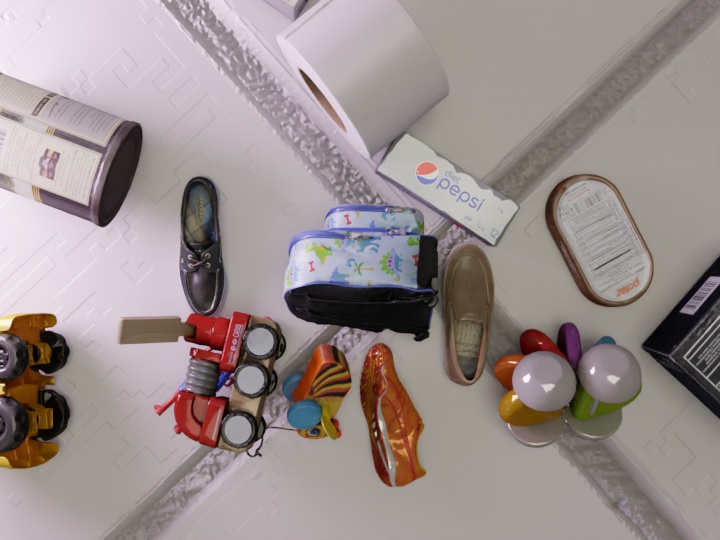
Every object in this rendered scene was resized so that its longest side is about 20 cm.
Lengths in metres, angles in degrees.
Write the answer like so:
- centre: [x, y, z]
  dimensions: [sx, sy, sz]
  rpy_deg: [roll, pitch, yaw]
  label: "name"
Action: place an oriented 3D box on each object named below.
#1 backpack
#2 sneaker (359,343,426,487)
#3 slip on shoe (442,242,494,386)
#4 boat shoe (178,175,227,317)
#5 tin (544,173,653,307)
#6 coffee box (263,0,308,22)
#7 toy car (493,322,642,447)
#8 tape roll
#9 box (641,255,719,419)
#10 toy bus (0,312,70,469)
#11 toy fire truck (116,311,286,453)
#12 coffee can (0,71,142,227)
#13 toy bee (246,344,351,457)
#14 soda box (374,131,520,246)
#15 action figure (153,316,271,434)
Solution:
- centre: [0.000, 0.000, 1.208]
  dimensions: [0.198, 0.183, 0.148]
  rpy_deg: [1, 68, 1]
  label: "backpack"
- centre: [0.047, 0.199, 1.273]
  dimensions: [0.077, 0.073, 0.202]
  rpy_deg: [-11, 95, -25]
  label: "sneaker"
- centre: [0.150, 0.062, 1.270]
  dimensions: [0.075, 0.061, 0.202]
  rpy_deg: [6, 90, -3]
  label: "slip on shoe"
- centre: [-0.223, -0.031, 1.251]
  dimensions: [0.068, 0.057, 0.202]
  rpy_deg: [-3, 91, -3]
  label: "boat shoe"
- centre: [0.341, -0.042, 1.291]
  dimensions: [0.111, 0.042, 0.201]
  rpy_deg: [-28, 92, 2]
  label: "tin"
- centre: [-0.082, -0.464, 1.241]
  dimensions: [0.114, 0.080, 0.201]
  rpy_deg: [33, 89, -3]
  label: "coffee box"
- centre: [0.281, 0.144, 1.245]
  dimensions: [0.198, 0.176, 0.151]
  rpy_deg: [-7, 55, -2]
  label: "toy car"
- centre: [0.003, -0.267, 1.189]
  dimensions: [0.139, 0.203, 0.203]
  rpy_deg: [-39, 92, -1]
  label: "tape roll"
- centre: [0.541, 0.104, 1.259]
  dimensions: [0.198, 0.123, 0.200]
  rpy_deg: [42, 90, -2]
  label: "box"
- centre: [-0.504, 0.157, 1.216]
  dimensions: [0.190, 0.136, 0.202]
  rpy_deg: [0, 89, 13]
  label: "toy bus"
- centre: [-0.214, 0.132, 1.184]
  dimensions: [0.198, 0.129, 0.178]
  rpy_deg: [13, 84, 4]
  label: "toy fire truck"
- centre: [-0.408, -0.160, 1.196]
  dimensions: [0.198, 0.146, 0.148]
  rpy_deg: [21, 90, -3]
  label: "coffee can"
- centre: [-0.061, 0.186, 1.250]
  dimensions: [0.108, 0.200, 0.132]
  rpy_deg: [21, 52, -29]
  label: "toy bee"
- centre: [0.120, -0.114, 1.264]
  dimensions: [0.199, 0.063, 0.069]
  rpy_deg: [32, 90, -3]
  label: "soda box"
- centre: [-0.197, 0.136, 1.260]
  dimensions: [0.200, 0.052, 0.066]
  rpy_deg: [-43, 98, -6]
  label: "action figure"
